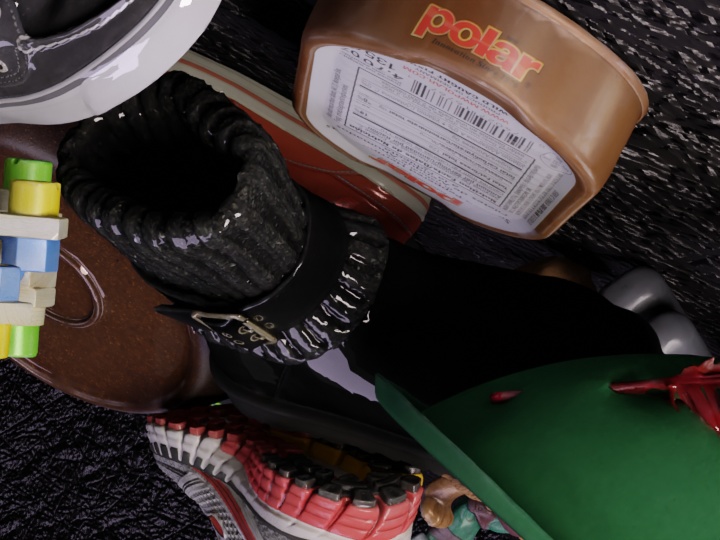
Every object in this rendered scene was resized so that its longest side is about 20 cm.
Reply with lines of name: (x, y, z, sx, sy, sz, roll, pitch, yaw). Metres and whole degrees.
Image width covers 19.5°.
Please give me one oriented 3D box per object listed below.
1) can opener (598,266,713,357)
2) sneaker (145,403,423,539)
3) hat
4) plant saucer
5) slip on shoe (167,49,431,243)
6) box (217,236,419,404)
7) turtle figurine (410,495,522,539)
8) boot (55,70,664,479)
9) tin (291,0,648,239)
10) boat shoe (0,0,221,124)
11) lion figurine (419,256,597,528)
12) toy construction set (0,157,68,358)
can opener: (0.168, 0.053, 0.937, 0.200, 0.067, 0.054, 49, -170, -52)
sneaker: (-0.040, 0.104, 0.884, 0.077, 0.083, 0.200, -1, -170, -23)
hat: (0.130, 0.036, 0.687, 0.200, 0.176, 0.166, 41, -179, 29)
plant saucer: (-0.129, -0.004, 0.925, 0.199, 0.035, 0.201, 22, 143, 18)
slip on shoe: (-0.066, -0.056, 0.940, 0.199, 0.062, 0.074, 28, 174, 6)
box: (-0.062, 0.006, 1.078, 0.148, 0.125, 0.200, 24, 170, 14)
turtle figurine: (0.082, 0.128, 1.068, 0.149, 0.101, 0.200, -6, 130, 49)
boot: (-0.001, 0.002, 0.780, 0.210, 0.080, 0.158, 3, 143, 29)
tin: (0.031, -0.056, 0.708, 0.111, 0.042, 0.200, 32, 172, 1)
boat shoe: (-0.132, -0.095, 0.743, 0.199, 0.070, 0.066, -6, 152, 43)
lion figurine: (0.068, 0.040, 0.905, 0.072, 0.201, 0.122, 37, 126, -18)
toy construction set: (-0.192, -0.017, 0.759, 0.199, 0.093, 0.131, 21, -173, 10)
